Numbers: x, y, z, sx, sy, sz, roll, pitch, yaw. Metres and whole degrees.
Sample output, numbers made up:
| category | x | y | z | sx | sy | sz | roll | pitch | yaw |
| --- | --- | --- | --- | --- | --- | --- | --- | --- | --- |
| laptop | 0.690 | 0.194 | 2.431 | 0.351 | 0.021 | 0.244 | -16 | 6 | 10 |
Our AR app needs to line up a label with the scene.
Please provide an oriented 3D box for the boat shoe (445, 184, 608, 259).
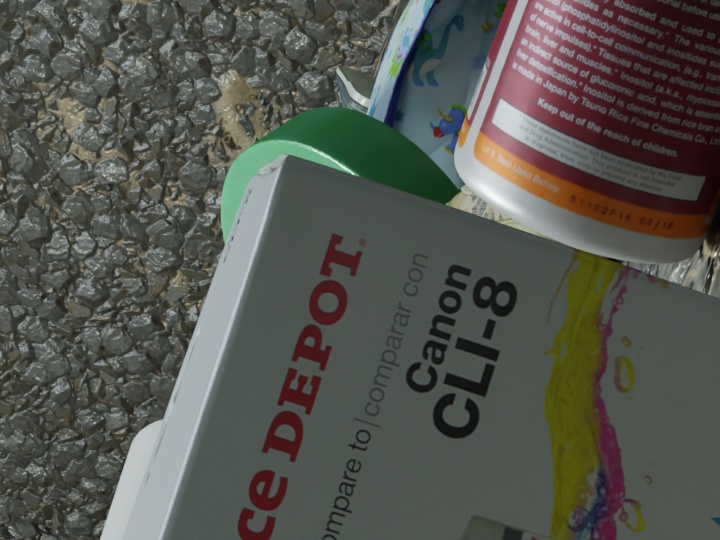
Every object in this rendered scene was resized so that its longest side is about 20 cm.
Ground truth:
| category | x | y | z | sx | sy | sz | roll | pitch | yaw |
| --- | --- | --- | --- | --- | --- | --- | --- | --- | --- |
| boat shoe | 0.095 | -0.030 | 1.288 | 0.063 | 0.073 | 0.200 | -66 | 15 | 0 |

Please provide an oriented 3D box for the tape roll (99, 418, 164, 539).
| category | x | y | z | sx | sy | sz | roll | pitch | yaw |
| --- | --- | --- | --- | --- | --- | --- | --- | --- | --- |
| tape roll | -0.037 | 0.175 | 1.194 | 0.203 | 0.202 | 0.140 | 117 | 170 | -63 |

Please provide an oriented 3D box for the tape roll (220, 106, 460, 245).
| category | x | y | z | sx | sy | sz | roll | pitch | yaw |
| --- | --- | --- | --- | --- | --- | --- | --- | --- | --- |
| tape roll | 0.000 | 0.000 | 1.484 | 0.048 | 0.200 | 0.201 | -36 | -18 | -34 |

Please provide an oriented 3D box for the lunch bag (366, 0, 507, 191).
| category | x | y | z | sx | sy | sz | roll | pitch | yaw |
| --- | --- | --- | --- | --- | --- | --- | --- | --- | --- |
| lunch bag | 0.073 | -0.133 | 1.558 | 0.170 | 0.127 | 0.201 | -146 | 65 | -86 |

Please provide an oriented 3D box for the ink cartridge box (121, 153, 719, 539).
| category | x | y | z | sx | sy | sz | roll | pitch | yaw |
| --- | --- | --- | --- | --- | --- | --- | --- | --- | --- |
| ink cartridge box | 0.043 | 0.068 | 0.643 | 0.145 | 0.199 | 0.146 | -178 | 106 | -85 |

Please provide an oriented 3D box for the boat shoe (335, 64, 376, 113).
| category | x | y | z | sx | sy | sz | roll | pitch | yaw |
| --- | --- | --- | --- | --- | --- | --- | --- | --- | --- |
| boat shoe | -0.005 | -0.220 | 3.179 | 0.200 | 0.073 | 0.062 | -106 | 38 | -73 |

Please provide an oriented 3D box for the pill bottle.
| category | x | y | z | sx | sy | sz | roll | pitch | yaw |
| --- | --- | --- | --- | --- | --- | --- | --- | --- | --- |
| pill bottle | 0.121 | -0.113 | 0.990 | 0.113 | 0.113 | 0.201 | -85 | 14 | -71 |
